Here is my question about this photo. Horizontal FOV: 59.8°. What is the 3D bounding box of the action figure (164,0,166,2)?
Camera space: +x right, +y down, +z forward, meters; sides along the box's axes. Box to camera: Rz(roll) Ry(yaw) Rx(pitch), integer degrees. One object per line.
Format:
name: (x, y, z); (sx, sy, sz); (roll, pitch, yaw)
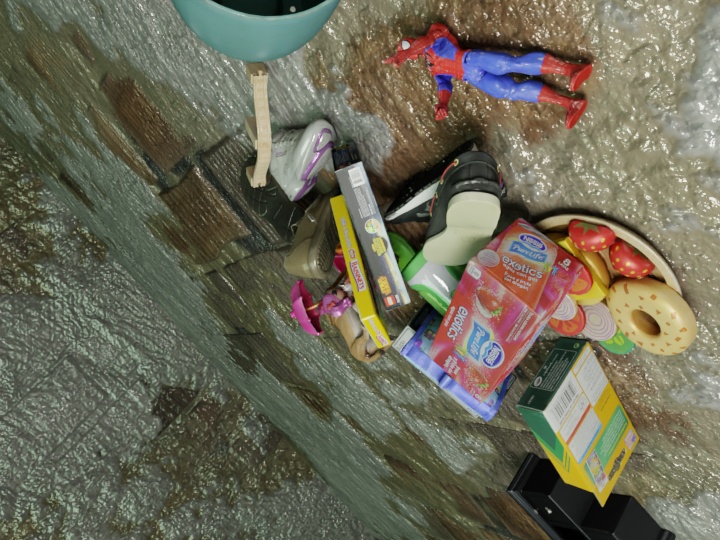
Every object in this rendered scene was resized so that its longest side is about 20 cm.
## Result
action figure: (-0.253, -0.417, 0.766); (0.199, 0.099, 0.065); (40, 156, 1)

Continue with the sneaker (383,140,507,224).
sneaker: (0.103, -0.080, 0.790); (0.087, 0.076, 0.199); (42, 155, -12)

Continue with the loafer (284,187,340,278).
loafer: (-0.067, -0.061, 0.937); (0.066, 0.201, 0.077); (-5, 121, 14)

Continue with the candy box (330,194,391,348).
candy box: (0.000, 0.000, 0.892); (0.103, 0.026, 0.202); (66, -172, -60)

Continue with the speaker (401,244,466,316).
speaker: (0.153, 0.044, 0.890); (0.200, 0.089, 0.088); (43, 155, 1)

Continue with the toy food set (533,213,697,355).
toy food set: (0.269, 0.020, 0.724); (0.200, 0.049, 0.197); (49, 154, -12)

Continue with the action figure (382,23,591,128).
action figure: (0.102, -0.178, 0.595); (0.199, 0.099, 0.066); (30, 151, 31)

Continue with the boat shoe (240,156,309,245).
boat shoe: (-0.134, -0.113, 1.074); (0.201, 0.076, 0.073); (52, -156, 24)

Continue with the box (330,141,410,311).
box: (0.012, -0.063, 0.853); (0.137, 0.039, 0.202); (-100, -9, -69)

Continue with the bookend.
bookend: (0.402, 0.430, 1.111); (0.199, 0.092, 0.200); (47, 154, -7)

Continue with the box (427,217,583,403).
box: (0.162, 0.052, 0.733); (0.095, 0.099, 0.201); (40, 146, 20)

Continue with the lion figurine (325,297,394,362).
lion figurine: (-0.011, 0.110, 1.182); (0.123, 0.071, 0.202); (-61, 39, 40)

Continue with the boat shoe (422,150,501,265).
boat shoe: (0.113, -0.060, 0.701); (0.072, 0.064, 0.202); (5, 159, -1)

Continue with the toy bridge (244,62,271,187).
toy bridge: (-0.151, -0.206, 0.933); (0.202, 0.027, 0.068); (100, 152, -45)

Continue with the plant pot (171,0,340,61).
plant pot: (-0.105, -0.305, 0.618); (0.201, 0.201, 0.161); (45, 166, -5)

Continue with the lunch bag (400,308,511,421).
lunch bag: (0.142, 0.133, 0.916); (0.150, 0.095, 0.200); (39, -165, 7)

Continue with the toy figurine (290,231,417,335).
toy figurine: (-0.026, 0.026, 1.008); (0.199, 0.184, 0.151); (7, 138, 50)

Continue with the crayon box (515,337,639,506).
crayon box: (0.306, 0.211, 0.872); (0.051, 0.126, 0.201); (1, 132, 55)

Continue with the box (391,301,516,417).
box: (0.157, 0.156, 1.085); (0.199, 0.060, 0.117); (41, 155, 6)

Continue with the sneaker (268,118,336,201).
sneaker: (-0.100, -0.175, 0.934); (0.100, 0.075, 0.200); (47, 154, -1)
